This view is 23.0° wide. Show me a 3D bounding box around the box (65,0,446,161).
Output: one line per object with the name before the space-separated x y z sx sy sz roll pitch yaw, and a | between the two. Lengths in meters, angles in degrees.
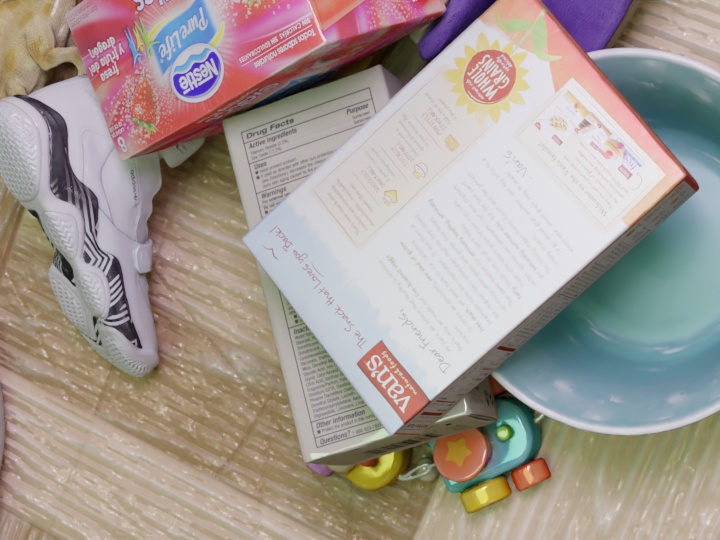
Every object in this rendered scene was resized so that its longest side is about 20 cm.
box | -0.062 -0.144 0.988 0.199 0.102 0.096 -22 90 47

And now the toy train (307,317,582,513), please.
toy train | 0.026 0.062 1.043 0.198 0.056 0.152 15 96 21

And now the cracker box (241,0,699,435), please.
cracker box | 0.055 -0.029 0.911 0.200 0.058 0.134 -41 74 10

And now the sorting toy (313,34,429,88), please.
sorting toy | -0.015 -0.202 1.046 0.185 0.036 0.201 42 117 16

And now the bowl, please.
bowl | 0.153 -0.015 0.966 0.199 0.105 0.203 0 90 21

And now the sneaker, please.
sneaker | -0.143 -0.037 1.093 0.075 0.115 0.201 19 137 52

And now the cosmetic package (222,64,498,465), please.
cosmetic package | 0.000 0.000 0.996 0.103 0.073 0.202 -16 78 16

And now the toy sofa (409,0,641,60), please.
toy sofa | 0.115 -0.173 0.946 0.083 0.097 0.201 43 131 15

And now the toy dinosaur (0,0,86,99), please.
toy dinosaur | -0.199 -0.146 1.130 0.101 0.058 0.201 35 102 19

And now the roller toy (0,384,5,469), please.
roller toy | -0.326 0.096 1.112 0.138 0.182 0.203 -7 88 22
